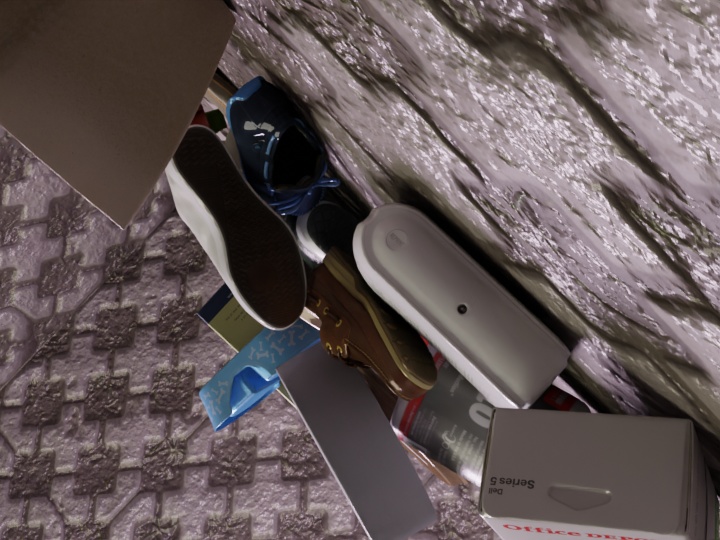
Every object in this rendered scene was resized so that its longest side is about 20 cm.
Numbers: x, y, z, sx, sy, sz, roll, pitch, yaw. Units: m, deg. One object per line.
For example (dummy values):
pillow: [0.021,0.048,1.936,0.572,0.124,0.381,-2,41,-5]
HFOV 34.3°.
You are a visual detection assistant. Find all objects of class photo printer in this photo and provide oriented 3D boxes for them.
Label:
photo printer: [0.076,0.029,0.948,0.200,0.069,0.166,43,177,12]

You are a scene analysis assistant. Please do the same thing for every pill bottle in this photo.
pill bottle: [0.137,0.147,1.056,0.199,0.114,0.114,28,171,16]

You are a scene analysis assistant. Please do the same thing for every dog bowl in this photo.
dog bowl: [-0.111,0.108,1.345,0.050,0.200,0.111,50,-152,7]

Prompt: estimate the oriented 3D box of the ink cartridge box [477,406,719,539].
ink cartridge box: [0.184,0.176,0.869,0.144,0.085,0.200,1,154,22]

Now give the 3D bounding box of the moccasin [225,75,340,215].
moccasin: [-0.069,-0.092,1.045,0.068,0.080,0.200,44,176,24]

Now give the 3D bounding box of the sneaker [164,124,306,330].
sneaker: [-0.114,-0.040,1.062,0.201,0.073,0.085,63,161,-11]

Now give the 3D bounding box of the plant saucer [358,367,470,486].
plant saucer: [0.045,0.165,1.262,0.200,0.029,0.200,42,172,7]

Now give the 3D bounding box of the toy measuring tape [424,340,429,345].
toy measuring tape: [0.107,0.072,1.161,0.199,0.074,0.074,30,179,-16]

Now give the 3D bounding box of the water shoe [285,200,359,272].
water shoe: [0.000,0.000,1.207,0.200,0.072,0.079,47,156,-25]

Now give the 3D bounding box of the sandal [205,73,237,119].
sandal: [-0.190,-0.207,1.207,0.200,0.054,0.080,45,175,-15]

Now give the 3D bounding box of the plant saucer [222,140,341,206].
plant saucer: [-0.073,-0.085,1.303,0.200,0.050,0.200,44,175,5]

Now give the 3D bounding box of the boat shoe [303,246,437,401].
boat shoe: [0.004,0.056,1.021,0.072,0.068,0.200,36,-170,-37]

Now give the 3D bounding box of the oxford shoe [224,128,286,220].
oxford shoe: [-0.107,-0.072,1.149,0.058,0.074,0.202,68,-161,-61]

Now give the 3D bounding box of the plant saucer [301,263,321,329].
plant saucer: [-0.051,0.023,1.276,0.199,0.030,0.200,34,-171,-6]

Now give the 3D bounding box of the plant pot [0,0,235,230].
plant pot: [-0.213,-0.187,0.857,0.200,0.177,0.200,41,175,32]

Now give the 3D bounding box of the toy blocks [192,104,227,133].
toy blocks: [-0.195,-0.139,1.363,0.137,0.099,0.202,-126,19,-68]

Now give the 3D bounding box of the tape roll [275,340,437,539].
tape roll: [-0.005,0.163,1.102,0.201,0.066,0.200,59,173,12]

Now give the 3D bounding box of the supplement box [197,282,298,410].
supplement box: [-0.067,0.049,1.483,0.200,0.200,0.134,43,177,-4]
